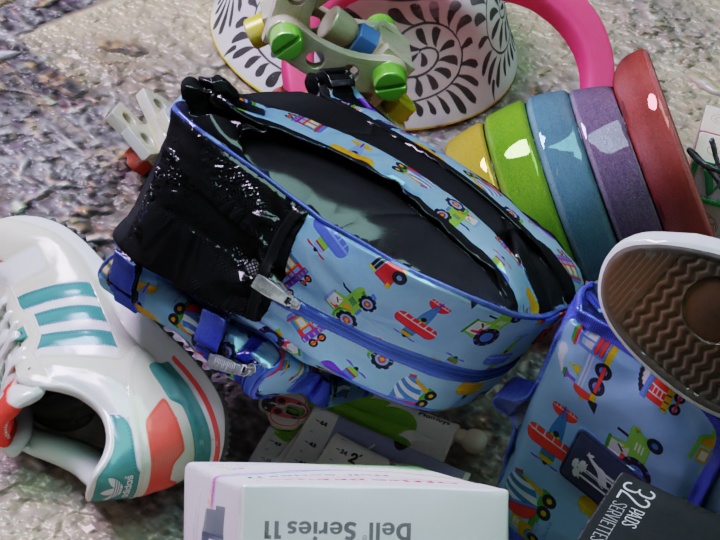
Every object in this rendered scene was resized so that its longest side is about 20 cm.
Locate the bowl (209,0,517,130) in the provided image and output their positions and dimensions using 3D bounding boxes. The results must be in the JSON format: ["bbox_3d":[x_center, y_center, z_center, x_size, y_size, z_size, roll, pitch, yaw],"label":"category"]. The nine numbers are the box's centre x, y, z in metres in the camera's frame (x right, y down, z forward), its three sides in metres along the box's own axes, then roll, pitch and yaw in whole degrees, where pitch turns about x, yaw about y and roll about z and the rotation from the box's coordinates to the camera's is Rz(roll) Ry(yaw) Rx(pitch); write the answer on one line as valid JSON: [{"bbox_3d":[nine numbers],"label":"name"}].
[{"bbox_3d":[0.010,-0.184,1.473,0.201,0.094,0.201,7,38,-6],"label":"bowl"}]

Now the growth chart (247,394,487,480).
[{"bbox_3d":[-0.005,0.126,1.153,0.145,0.018,0.200,16,40,5],"label":"growth chart"}]

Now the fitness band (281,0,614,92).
[{"bbox_3d":[0.052,-0.116,1.385,0.200,0.037,0.144,2,75,-9],"label":"fitness band"}]

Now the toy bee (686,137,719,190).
[{"bbox_3d":[0.281,-0.022,1.239,0.200,0.109,0.131,48,8,-3],"label":"toy bee"}]

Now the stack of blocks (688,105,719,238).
[{"bbox_3d":[0.283,-0.031,1.336,0.200,0.115,0.059,16,39,6],"label":"stack of blocks"}]

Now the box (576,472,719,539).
[{"bbox_3d":[0.126,0.212,0.995,0.148,0.124,0.200,23,39,15],"label":"box"}]

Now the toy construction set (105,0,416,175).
[{"bbox_3d":[-0.049,-0.091,1.298,0.131,0.200,0.092,37,37,-26],"label":"toy construction set"}]

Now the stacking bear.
[{"bbox_3d":[0.080,-0.033,1.269,0.200,0.114,0.122,-20,83,9],"label":"stacking bear"}]

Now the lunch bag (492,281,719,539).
[{"bbox_3d":[0.156,0.098,1.109,0.200,0.151,0.094,28,42,14],"label":"lunch bag"}]

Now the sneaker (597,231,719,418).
[{"bbox_3d":[0.202,0.033,1.042,0.200,0.073,0.085,23,20,7],"label":"sneaker"}]

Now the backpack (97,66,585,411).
[{"bbox_3d":[0.000,0.000,1.148,0.200,0.135,0.183,32,17,17],"label":"backpack"}]

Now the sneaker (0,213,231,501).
[{"bbox_3d":[-0.157,0.043,1.172,0.093,0.070,0.200,-20,51,-41],"label":"sneaker"}]

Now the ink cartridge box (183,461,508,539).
[{"bbox_3d":[-0.006,0.120,1.004,0.117,0.067,0.200,2,-1,-13],"label":"ink cartridge box"}]
